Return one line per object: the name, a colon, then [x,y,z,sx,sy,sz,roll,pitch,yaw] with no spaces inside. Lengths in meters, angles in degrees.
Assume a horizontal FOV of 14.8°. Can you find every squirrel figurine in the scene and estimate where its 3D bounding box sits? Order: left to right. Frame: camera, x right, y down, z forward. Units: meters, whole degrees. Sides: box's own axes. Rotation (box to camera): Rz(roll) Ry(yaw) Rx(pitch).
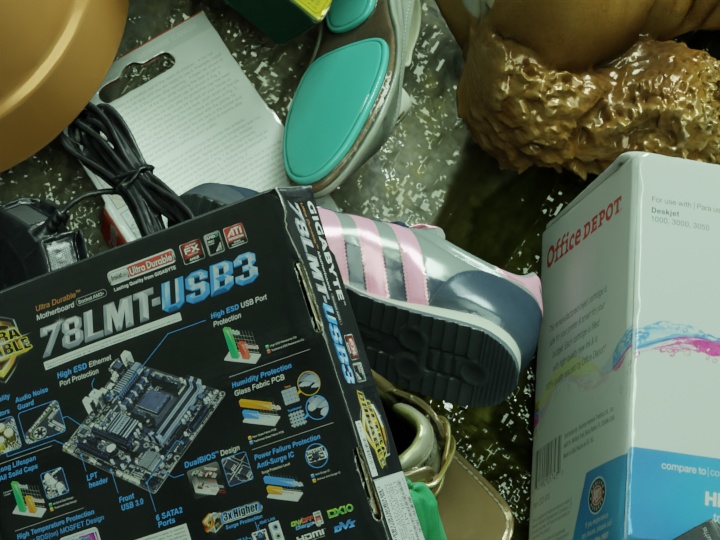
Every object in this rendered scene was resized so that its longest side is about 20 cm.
squirrel figurine: [0.145,-0.136,1.494,0.186,0.141,0.201,3,82,-29]

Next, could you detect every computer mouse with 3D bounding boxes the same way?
computer mouse: [-0.158,0.023,1.418,0.200,0.046,0.140,-48,55,2]

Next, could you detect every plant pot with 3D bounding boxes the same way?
plant pot: [-0.234,-0.159,1.414,0.199,0.140,0.201,-7,67,15]

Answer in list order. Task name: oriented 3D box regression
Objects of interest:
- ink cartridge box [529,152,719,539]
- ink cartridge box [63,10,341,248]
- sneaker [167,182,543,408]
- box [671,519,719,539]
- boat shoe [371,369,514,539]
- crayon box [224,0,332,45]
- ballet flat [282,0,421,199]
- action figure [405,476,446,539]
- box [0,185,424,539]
ink cartridge box: [0.148,0.058,1.414,0.084,0.145,0.201,7,73,-14]
ink cartridge box: [-0.075,-0.026,1.476,0.109,0.050,0.200,-31,78,-14]
sneaker: [0.000,0.000,1.427,0.199,0.070,0.082,27,42,7]
box: [0.120,0.230,1.308,0.200,0.122,0.106,-30,38,9]
boat shoe: [0.011,0.095,1.399,0.200,0.066,0.074,33,51,-30]
crayon box: [-0.077,-0.229,1.441,0.200,0.051,0.127,39,64,-15]
ballet flat: [0.006,-0.112,1.486,0.067,0.064,0.201,-16,50,32]
action figure: [0.013,0.178,1.368,0.118,0.055,0.201,-19,112,-46]
box: [-0.087,0.084,1.329,0.199,0.050,0.199,-20,83,20]
